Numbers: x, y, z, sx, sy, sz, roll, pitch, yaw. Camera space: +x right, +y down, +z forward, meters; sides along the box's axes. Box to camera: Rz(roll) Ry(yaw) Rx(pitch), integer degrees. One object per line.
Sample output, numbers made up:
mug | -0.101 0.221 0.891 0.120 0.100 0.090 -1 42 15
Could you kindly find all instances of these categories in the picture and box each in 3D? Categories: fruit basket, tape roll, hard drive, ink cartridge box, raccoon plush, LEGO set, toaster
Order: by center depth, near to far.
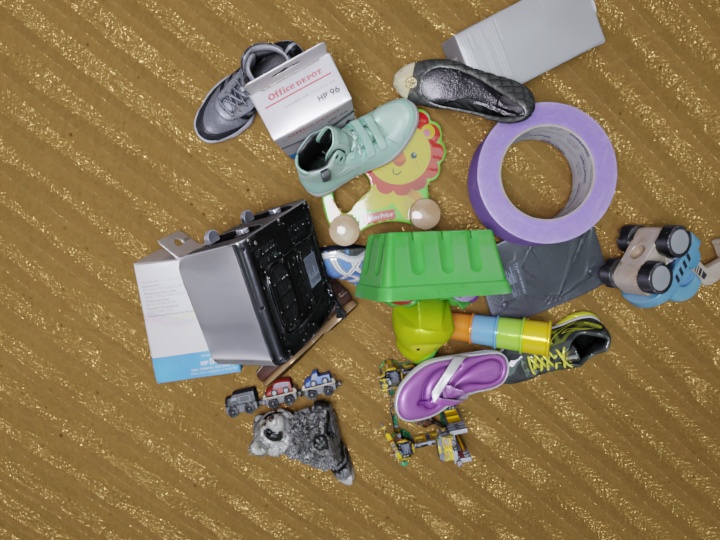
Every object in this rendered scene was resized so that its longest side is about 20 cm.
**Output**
ink cartridge box | -0.073 -0.218 0.741 0.115 0.200 0.068 -28 92 3
toaster | -0.125 0.022 0.751 0.118 0.181 0.202 -6 111 27
fruit basket | 0.098 0.045 0.799 0.213 0.155 0.218 0 92 -17
tape roll | 0.264 -0.138 0.821 0.198 0.085 0.203 0 90 1
ink cartridge box | -0.246 0.043 0.830 0.124 0.129 0.202 -6 103 -3
hard drive | 0.287 -0.005 0.894 0.198 0.042 0.136 -22 103 2
LEGO set | 0.106 0.235 0.899 0.152 0.116 0.202 -2 102 -3
raccoon plush | -0.099 0.304 0.910 0.133 0.097 0.202 -13 113 8

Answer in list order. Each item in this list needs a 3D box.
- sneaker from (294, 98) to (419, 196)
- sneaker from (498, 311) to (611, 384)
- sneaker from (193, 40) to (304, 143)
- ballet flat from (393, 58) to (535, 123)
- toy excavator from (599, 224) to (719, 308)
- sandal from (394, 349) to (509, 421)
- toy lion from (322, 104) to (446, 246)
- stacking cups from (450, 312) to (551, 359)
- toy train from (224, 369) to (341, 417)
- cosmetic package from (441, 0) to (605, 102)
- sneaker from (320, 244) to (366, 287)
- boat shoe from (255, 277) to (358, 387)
sneaker | -0.001 -0.178 0.760 0.200 0.118 0.074 -36 83 1
sneaker | 0.312 0.130 0.905 0.199 0.085 0.075 -29 102 3
sneaker | -0.163 -0.255 0.776 0.199 0.114 0.076 -38 102 5
ballet flat | 0.138 -0.245 0.750 0.198 0.057 0.067 15 116 13
toy excavator | 0.506 -0.005 0.875 0.199 0.100 0.195 36 81 -20
sandal | 0.142 0.165 0.822 0.201 0.050 0.083 -19 98 -21
toy lion | 0.034 -0.149 0.843 0.198 0.069 0.194 -12 96 0
stacking cups | 0.196 0.099 0.875 0.198 0.060 0.061 3 104 21
toy train | -0.130 0.201 0.923 0.198 0.034 0.046 -13 92 0
cosmetic package | 0.232 -0.329 0.799 0.198 0.090 0.108 -25 104 -1
sneaker | 0.000 0.000 0.855 0.198 0.076 0.078 1 99 -7
boat shoe | -0.096 0.097 0.884 0.200 0.070 0.070 -44 87 -3
